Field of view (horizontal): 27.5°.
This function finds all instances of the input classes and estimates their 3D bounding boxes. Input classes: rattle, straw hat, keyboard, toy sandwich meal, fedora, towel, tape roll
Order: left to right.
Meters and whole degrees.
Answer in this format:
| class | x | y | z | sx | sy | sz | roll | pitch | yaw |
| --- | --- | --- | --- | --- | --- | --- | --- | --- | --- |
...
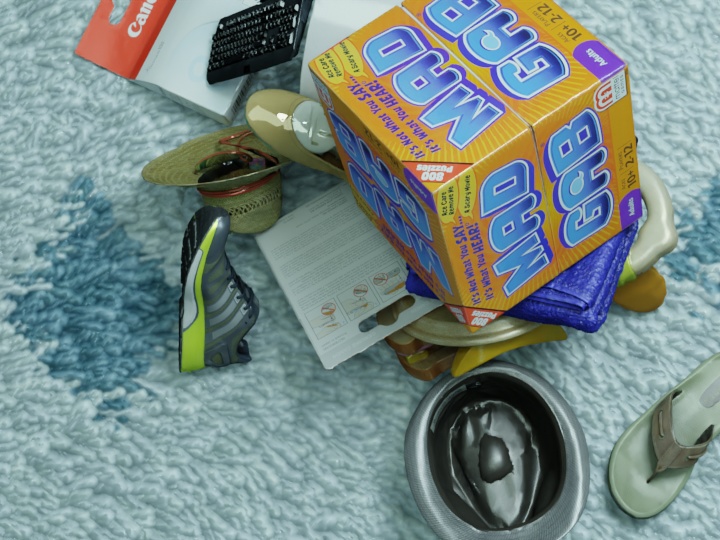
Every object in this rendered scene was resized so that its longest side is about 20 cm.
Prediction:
| class | x | y | z | sx | sy | sz | roll | pitch | yaw |
| --- | --- | --- | --- | --- | --- | --- | --- | --- | --- |
| straw hat | -0.120 | -0.083 | 1.505 | 0.199 | 0.201 | 0.086 | -10 | 111 | 3 |
| keyboard | -0.111 | -0.249 | 1.467 | 0.039 | 0.199 | 0.105 | 21 | 78 | -29 |
| tape roll | 0.031 | -0.230 | 1.484 | 0.138 | 0.203 | 0.205 | 14 | 80 | 8 |
| toy sandwich meal | 0.117 | 0.039 | 1.462 | 0.203 | 0.206 | 0.071 | -12 | 120 | 3 |
| fedora | 0.133 | 0.192 | 1.440 | 0.175 | 0.090 | 0.201 | -20 | 67 | -2 |
| towel | 0.150 | -0.028 | 1.381 | 0.198 | 0.050 | 0.149 | 13 | 68 | 25 |
| rattle | 0.243 | -0.071 | 1.468 | 0.130 | 0.142 | 0.201 | -46 | 60 | 24 |

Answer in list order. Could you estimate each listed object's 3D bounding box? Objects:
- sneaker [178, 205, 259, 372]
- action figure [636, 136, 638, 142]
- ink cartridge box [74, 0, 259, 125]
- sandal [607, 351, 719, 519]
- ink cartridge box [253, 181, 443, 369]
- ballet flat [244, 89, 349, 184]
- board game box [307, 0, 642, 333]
| class | x | y | z | sx | sy | sz | roll | pitch | yaw |
| --- | --- | --- | --- | --- | --- | --- | --- | --- | --- |
| sneaker | -0.140 | 0.018 | 1.475 | 0.080 | 0.201 | 0.074 | 1 | 41 | -10 |
| action figure | 0.181 | -0.114 | 1.517 | 0.198 | 0.069 | 0.131 | 11 | 86 | 11 |
| ink cartridge box | -0.194 | -0.270 | 1.591 | 0.199 | 0.047 | 0.161 | 25 | 82 | 7 |
| sandal | 0.316 | 0.154 | 1.449 | 0.080 | 0.057 | 0.201 | 40 | 84 | 12 |
| ink cartridge box | 0.000 | 0.000 | 1.479 | 0.160 | 0.050 | 0.201 | -30 | 54 | -2 |
| ballet flat | -0.020 | -0.126 | 1.421 | 0.199 | 0.063 | 0.069 | 25 | 66 | -34 |
| board game box | 0.106 | -0.115 | 1.302 | 0.199 | 0.201 | 0.200 | -33 | 52 | -11 |
